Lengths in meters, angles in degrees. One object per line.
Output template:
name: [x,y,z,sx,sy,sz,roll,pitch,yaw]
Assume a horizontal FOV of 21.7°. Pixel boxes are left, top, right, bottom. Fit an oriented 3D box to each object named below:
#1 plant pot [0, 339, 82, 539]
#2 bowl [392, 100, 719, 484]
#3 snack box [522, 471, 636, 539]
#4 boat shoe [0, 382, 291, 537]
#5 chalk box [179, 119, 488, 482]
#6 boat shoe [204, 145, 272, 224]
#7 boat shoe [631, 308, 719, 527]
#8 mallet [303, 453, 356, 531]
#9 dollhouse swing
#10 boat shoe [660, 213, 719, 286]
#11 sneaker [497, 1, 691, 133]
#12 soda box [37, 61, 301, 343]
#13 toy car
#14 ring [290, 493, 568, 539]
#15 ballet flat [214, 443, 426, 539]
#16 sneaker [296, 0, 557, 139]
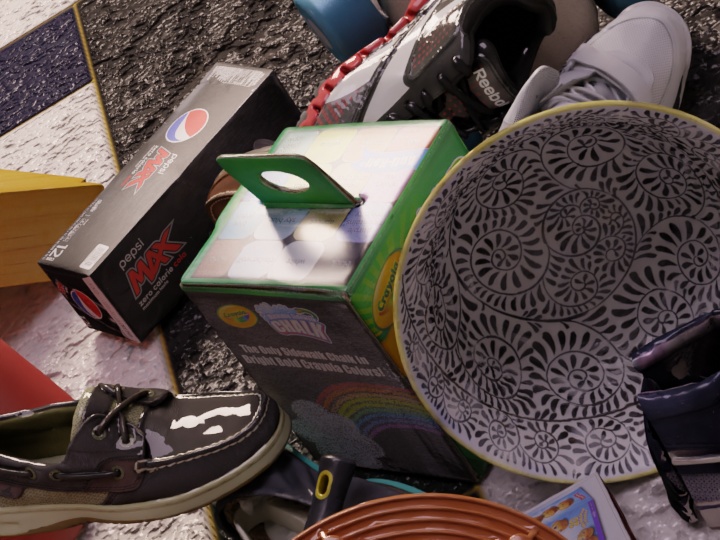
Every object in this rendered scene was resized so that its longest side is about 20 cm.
plant pot: [-0.282,0.098,1.131,0.200,0.177,0.201,-21,37,17]
bowl: [0.111,-0.002,0.941,0.201,0.201,0.094,-29,22,6]
snack box: [0.112,0.177,0.857,0.072,0.024,0.200,-31,35,7]
boat shoe: [-0.137,0.095,1.019,0.201,0.066,0.072,-14,31,22]
chalk box: [0.000,0.000,1.003,0.124,0.200,0.124,3,49,40]
boat shoe: [-0.024,-0.028,1.167,0.200,0.076,0.074,4,53,42]
boat shoe: [0.221,0.051,0.861,0.200,0.093,0.075,-22,37,16]
mallet: [-0.044,0.186,0.901,0.066,0.041,0.200,-3,69,38]
dollhouse swing: [-0.308,0.020,1.367,0.200,0.176,0.182,7,10,43]
boat shoe: [0.189,-0.023,0.996,0.199,0.066,0.075,4,51,41]
sneaker: [0.135,-0.090,1.067,0.075,0.115,0.200,36,72,7]
soda box: [-0.121,-0.048,1.266,0.063,0.071,0.200,12,55,47]
toy car: [0.066,-0.178,1.238,0.184,0.177,0.200,-41,7,-2]
ring: [0.028,0.188,0.794,0.200,0.019,0.201,-2,65,4]
ballet flat: [-0.014,0.139,0.965,0.073,0.073,0.200,-48,31,-19]
sneaker: [0.038,-0.102,1.083,0.200,0.071,0.098,-49,40,-2]
